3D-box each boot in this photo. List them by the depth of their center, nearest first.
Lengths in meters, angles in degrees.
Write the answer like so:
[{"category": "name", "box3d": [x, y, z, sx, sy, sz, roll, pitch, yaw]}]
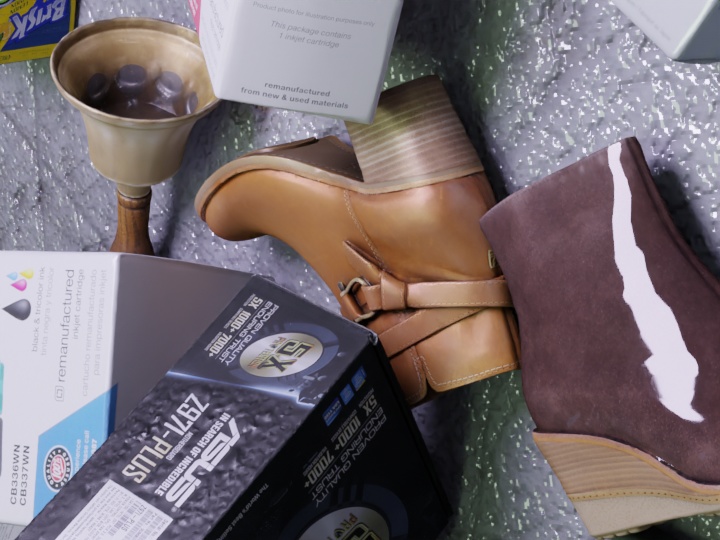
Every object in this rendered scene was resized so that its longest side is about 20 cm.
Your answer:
[{"category": "boot", "box3d": [0.140, 0.020, 0.721, 0.199, 0.072, 0.168, -25, 79, 45]}, {"category": "boot", "box3d": [0.000, 0.000, 0.878, 0.199, 0.076, 0.156, -20, 89, 40]}]

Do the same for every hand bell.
[{"category": "hand bell", "box3d": [-0.138, -0.042, 1.013, 0.104, 0.104, 0.201, 43, 140, 32]}]

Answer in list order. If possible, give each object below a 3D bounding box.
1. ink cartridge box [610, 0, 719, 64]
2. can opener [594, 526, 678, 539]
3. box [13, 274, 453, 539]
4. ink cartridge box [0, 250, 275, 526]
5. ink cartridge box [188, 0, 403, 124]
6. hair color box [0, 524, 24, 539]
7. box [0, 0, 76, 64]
[{"category": "ink cartridge box", "box3d": [0.142, -0.213, 0.688, 0.160, 0.047, 0.201, 51, 126, 27]}, {"category": "can opener", "box3d": [0.180, 0.164, 0.729, 0.200, 0.066, 0.053, 22, 112, 51]}, {"category": "box", "box3d": [-0.060, 0.134, 0.822, 0.086, 0.200, 0.164, 25, 152, 35]}, {"category": "ink cartridge box", "box3d": [-0.173, 0.067, 0.946, 0.199, 0.146, 0.148, 0, 85, 32]}, {"category": "ink cartridge box", "box3d": [-0.021, -0.194, 0.793, 0.146, 0.084, 0.201, -112, 34, -58]}, {"category": "hair color box", "box3d": [-0.178, 0.242, 1.127, 0.200, 0.061, 0.102, 50, 131, 28]}, {"category": "box", "box3d": [-0.271, -0.204, 1.110, 0.200, 0.070, 0.065, 33, 124, 38]}]
